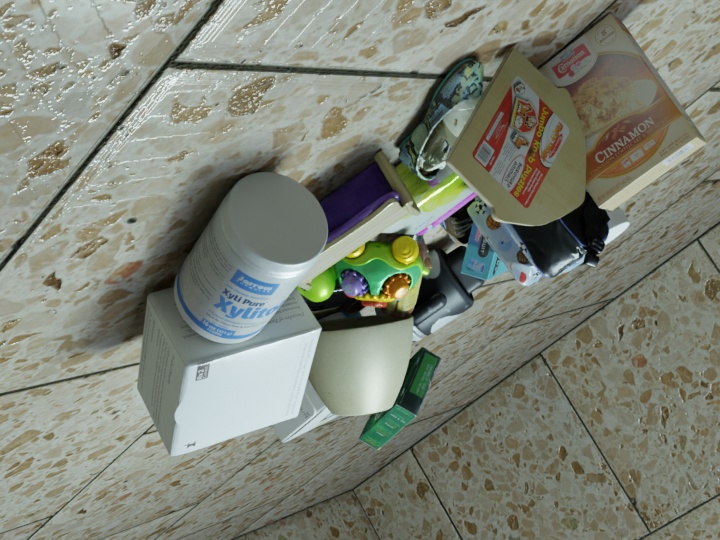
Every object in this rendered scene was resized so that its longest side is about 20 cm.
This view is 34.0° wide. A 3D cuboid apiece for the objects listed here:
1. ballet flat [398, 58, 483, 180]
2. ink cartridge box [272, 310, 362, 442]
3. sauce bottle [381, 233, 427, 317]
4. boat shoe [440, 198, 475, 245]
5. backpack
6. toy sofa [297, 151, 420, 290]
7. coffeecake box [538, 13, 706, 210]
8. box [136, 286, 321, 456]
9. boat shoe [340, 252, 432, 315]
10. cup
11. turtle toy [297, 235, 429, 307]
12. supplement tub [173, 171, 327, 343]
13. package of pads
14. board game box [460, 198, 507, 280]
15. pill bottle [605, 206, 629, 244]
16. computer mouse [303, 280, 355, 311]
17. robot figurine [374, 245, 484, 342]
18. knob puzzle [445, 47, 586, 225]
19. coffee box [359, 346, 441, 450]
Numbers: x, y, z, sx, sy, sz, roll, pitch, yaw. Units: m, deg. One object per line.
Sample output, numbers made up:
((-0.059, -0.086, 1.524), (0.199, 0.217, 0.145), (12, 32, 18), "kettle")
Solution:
((0.112, -0.180, 1.465), (0.074, 0.075, 0.200), (-22, 162, -29), "ballet flat")
((-0.072, 0.180, 2.061), (0.199, 0.147, 0.146), (-18, 161, -50), "ink cartridge box")
((0.071, -0.015, 1.825), (0.066, 0.066, 0.201), (-21, 143, -31), "sauce bottle")
((0.155, -0.092, 1.807), (0.072, 0.073, 0.200), (-31, 165, 1), "boat shoe")
((0.252, -0.076, 1.602), (0.154, 0.201, 0.190), (-36, 170, 32), "backpack")
((-0.030, -0.065, 1.530), (0.199, 0.083, 0.098), (-34, 161, 12), "toy sofa")
((0.328, -0.205, 1.540), (0.153, 0.201, 0.073), (-37, 163, 21), "coffeecake box")
((-0.180, 0.118, 1.573), (0.199, 0.131, 0.200), (-14, 142, -28), "box")
((0.042, 0.022, 1.947), (0.075, 0.074, 0.200), (-12, 156, -49), "boat shoe")
((-0.005, 0.154, 1.899), (0.198, 0.145, 0.200), (-7, -178, 0), "cup")
((0.000, 0.000, 1.693), (0.198, 0.102, 0.146), (5, 177, 1), "turtle toy")
((-0.135, -0.011, 1.411), (0.131, 0.133, 0.200), (-19, 161, -36), "supplement tub")
((0.110, -0.125, 1.629), (0.200, 0.068, 0.154), (-38, 163, 22), "package of pads")
((0.219, -0.073, 1.818), (0.200, 0.047, 0.152), (-19, 124, -69), "board game box")
((0.308, -0.129, 1.738), (0.112, 0.201, 0.112), (-27, 164, -8), "pill bottle")
((-0.053, 0.040, 1.867), (0.199, 0.053, 0.139), (-29, 164, -8), "computer mouse")
((0.120, 0.043, 2.060), (0.199, 0.125, 0.150), (-34, 152, 11), "robot figurine")
((0.207, -0.144, 1.463), (0.218, 0.221, 0.030), (-21, -169, -31), "knob puzzle")
((0.067, 0.221, 2.007), (0.123, 0.044, 0.200), (-63, -175, -32), "coffee box")
